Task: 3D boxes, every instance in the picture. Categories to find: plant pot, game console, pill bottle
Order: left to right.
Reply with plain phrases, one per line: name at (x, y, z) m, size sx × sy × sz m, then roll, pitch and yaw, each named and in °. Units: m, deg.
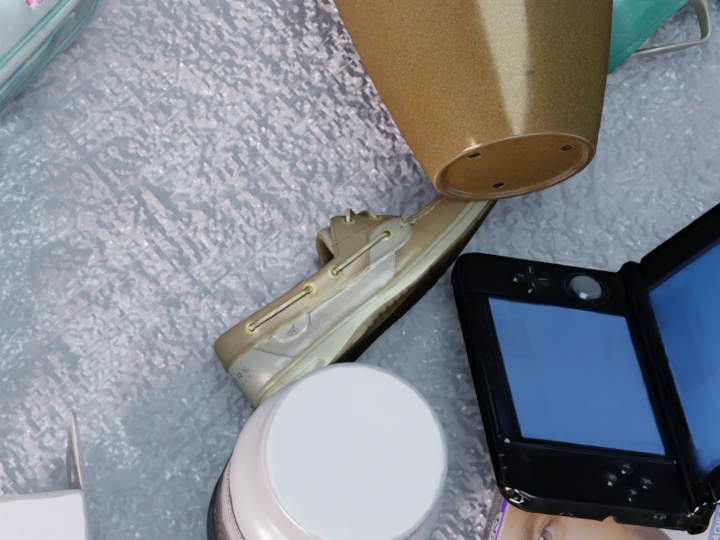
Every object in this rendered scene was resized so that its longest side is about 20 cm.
pill bottle at (-0.017, 0.119, 1.335) m, size 0.112 × 0.200 × 0.114 m, roll 3°, pitch 73°, yaw -9°
plant pot at (0.066, -0.148, 1.429) m, size 0.185 × 0.187 × 0.201 m, roll -6°, pitch 71°, yaw -11°
game console at (0.158, 0.032, 1.389) m, size 0.175 × 0.117 × 0.201 m, roll 8°, pitch 38°, yaw -16°

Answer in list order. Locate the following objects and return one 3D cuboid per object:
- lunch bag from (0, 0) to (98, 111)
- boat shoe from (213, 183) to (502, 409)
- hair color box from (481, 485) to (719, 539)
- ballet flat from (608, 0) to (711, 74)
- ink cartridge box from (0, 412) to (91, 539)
lunch bag at (-0.251, -0.149, 1.440) m, size 0.160 × 0.077 × 0.200 m, roll 42°, pitch 72°, yaw 3°
boat shoe at (0.000, 0.000, 1.440) m, size 0.066 × 0.074 × 0.200 m, roll 44°, pitch 67°, yaw 7°
hair color box at (0.172, 0.158, 1.429) m, size 0.199 × 0.065 × 0.110 m, roll 19°, pitch 72°, yaw -2°
ballet flat at (0.205, -0.178, 1.541) m, size 0.199 × 0.067 × 0.071 m, roll -31°, pitch 105°, yaw -17°
ink cartridge box at (-0.172, 0.186, 1.334) m, size 0.066 × 0.116 × 0.201 m, roll -5°, pitch 74°, yaw -10°
